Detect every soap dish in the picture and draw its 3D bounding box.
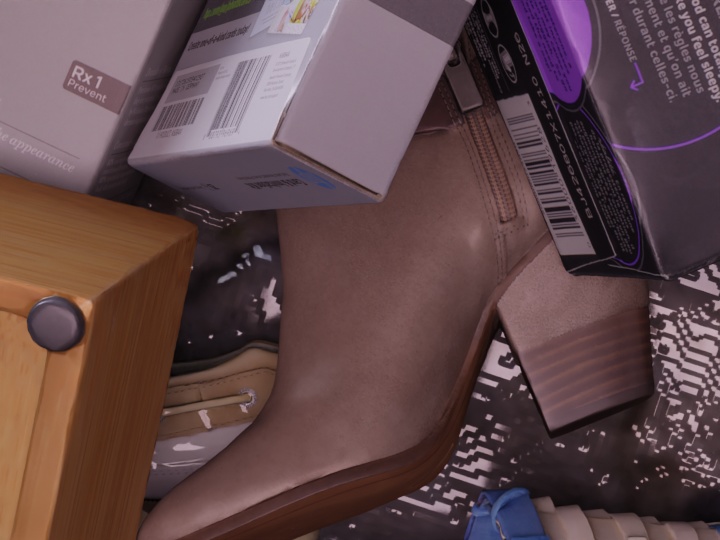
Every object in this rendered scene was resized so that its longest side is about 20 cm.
[{"bbox_3d":[-0.149,0.065,0.860,0.157,0.081,0.200,14,103,6],"label":"soap dish"}]

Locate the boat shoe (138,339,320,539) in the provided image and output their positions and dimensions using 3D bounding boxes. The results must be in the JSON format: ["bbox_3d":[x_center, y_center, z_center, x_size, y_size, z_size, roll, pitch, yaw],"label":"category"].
[{"bbox_3d":[-0.112,0.053,0.941,0.200,0.075,0.068,3,97,-4],"label":"boat shoe"}]

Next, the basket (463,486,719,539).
[{"bbox_3d":[0.047,0.160,0.871,0.200,0.176,0.139,2,132,-12],"label":"basket"}]

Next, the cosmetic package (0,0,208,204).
[{"bbox_3d":[-0.095,-0.116,0.906,0.107,0.090,0.200,24,103,6],"label":"cosmetic package"}]

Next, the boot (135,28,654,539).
[{"bbox_3d":[0.000,0.000,0.903,0.200,0.070,0.146,-20,80,-11],"label":"boot"}]

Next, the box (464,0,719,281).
[{"bbox_3d":[0.142,-0.089,0.843,0.200,0.106,0.122,-23,95,-10],"label":"box"}]

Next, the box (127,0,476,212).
[{"bbox_3d":[0.006,-0.115,0.830,0.041,0.156,0.200,26,81,-18],"label":"box"}]
